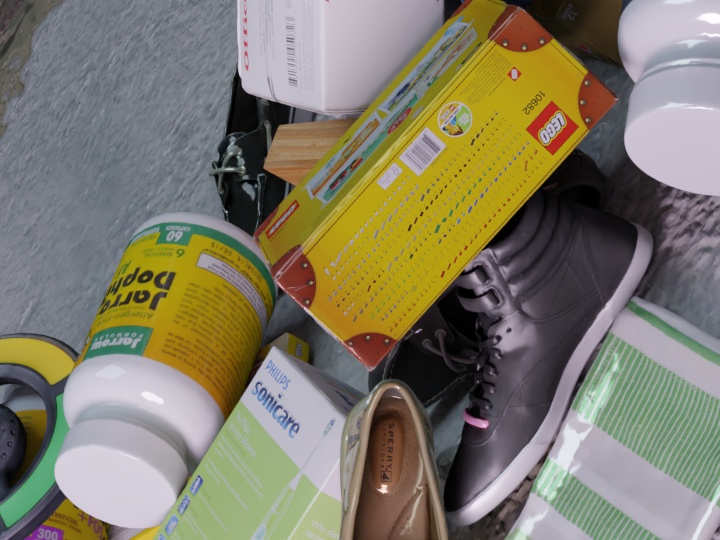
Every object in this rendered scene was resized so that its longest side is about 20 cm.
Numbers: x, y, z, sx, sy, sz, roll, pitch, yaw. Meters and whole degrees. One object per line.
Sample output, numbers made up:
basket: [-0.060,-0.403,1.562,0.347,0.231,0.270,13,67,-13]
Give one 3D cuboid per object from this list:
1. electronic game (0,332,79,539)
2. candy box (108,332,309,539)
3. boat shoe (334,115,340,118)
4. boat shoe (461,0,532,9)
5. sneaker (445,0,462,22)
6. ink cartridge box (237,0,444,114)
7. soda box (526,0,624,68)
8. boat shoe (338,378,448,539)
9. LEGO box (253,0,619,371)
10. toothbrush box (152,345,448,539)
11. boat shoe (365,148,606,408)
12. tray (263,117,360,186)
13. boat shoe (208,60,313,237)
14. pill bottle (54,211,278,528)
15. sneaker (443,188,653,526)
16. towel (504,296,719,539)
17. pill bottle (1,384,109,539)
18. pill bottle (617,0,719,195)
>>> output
electronic game: [-0.268,0.125,1.602,0.199,0.042,0.201,-16,44,16]
candy box: [-0.109,0.128,1.616,0.200,0.026,0.103,-33,38,41]
boat shoe: [-0.001,-0.186,1.625,0.072,0.068,0.200,-60,3,-32]
boat shoe: [0.089,-0.221,1.444,0.084,0.069,0.201,-37,37,22]
sneaker: [0.069,-0.192,1.569,0.201,0.075,0.082,-62,22,-10]
ink cartridge box: [-0.016,-0.181,1.482,0.200,0.082,0.148,-154,62,-71]
soda box: [0.174,-0.230,1.447,0.201,0.064,0.068,-62,28,0]
boat shoe: [0.016,0.162,1.289,0.063,0.073,0.201,96,168,-75]
LEGO box: [0.037,-0.055,1.303,0.200,0.077,0.149,-48,12,3]
toothbrush box: [-0.051,0.170,1.427,0.201,0.086,0.146,-59,29,5]
boat shoe: [0.074,0.011,1.392,0.200,0.067,0.057,-52,25,8]
tray: [0.030,-0.061,1.489,0.200,0.098,0.037,-1,65,58]
boat shoe: [-0.081,-0.071,1.710,0.071,0.063,0.201,-34,39,39]
pill bottle: [-0.132,0.067,1.545,0.113,0.113,0.201,-30,30,42]
sneaker: [0.076,0.040,1.318,0.201,0.099,0.071,-60,20,-1]
towel: [0.137,0.120,1.238,0.201,0.023,0.152,-60,29,1]
pill bottle: [-0.228,0.160,1.653,0.104,0.104,0.201,-38,35,34]
pill bottle: [0.204,-0.150,1.273,0.119,0.119,0.201,-21,48,49]
